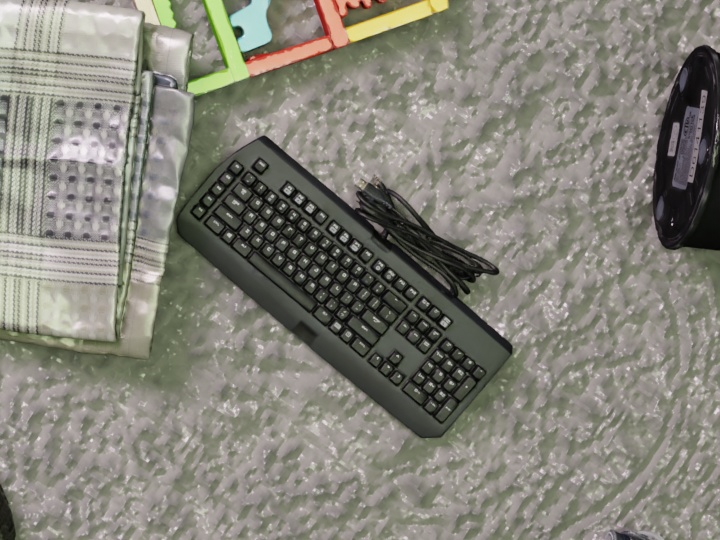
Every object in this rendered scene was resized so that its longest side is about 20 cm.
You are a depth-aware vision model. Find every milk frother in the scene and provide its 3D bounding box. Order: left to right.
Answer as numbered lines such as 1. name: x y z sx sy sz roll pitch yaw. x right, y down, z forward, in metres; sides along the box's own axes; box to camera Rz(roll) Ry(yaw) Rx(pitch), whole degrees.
1. milk frother: 0.280 -0.067 1.456 0.188 0.200 0.181 8 112 -9

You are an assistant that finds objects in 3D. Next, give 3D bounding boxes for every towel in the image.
1. towel: -0.196 -0.056 1.465 0.200 0.035 0.193 7 91 -2

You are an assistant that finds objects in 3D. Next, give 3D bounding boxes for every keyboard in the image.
1. keyboard: 0.000 0.000 1.505 0.200 0.040 0.104 39 87 -9

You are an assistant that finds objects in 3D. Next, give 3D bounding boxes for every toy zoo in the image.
1. toy zoo: -0.035 -0.187 1.501 0.200 0.020 0.131 -19 95 -7

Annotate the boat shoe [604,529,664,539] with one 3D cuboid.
1. boat shoe: 0.157 0.182 1.525 0.200 0.072 0.068 -8 95 -1

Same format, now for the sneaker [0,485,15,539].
1. sneaker: -0.280 0.104 1.459 0.200 0.077 0.089 38 100 -3
